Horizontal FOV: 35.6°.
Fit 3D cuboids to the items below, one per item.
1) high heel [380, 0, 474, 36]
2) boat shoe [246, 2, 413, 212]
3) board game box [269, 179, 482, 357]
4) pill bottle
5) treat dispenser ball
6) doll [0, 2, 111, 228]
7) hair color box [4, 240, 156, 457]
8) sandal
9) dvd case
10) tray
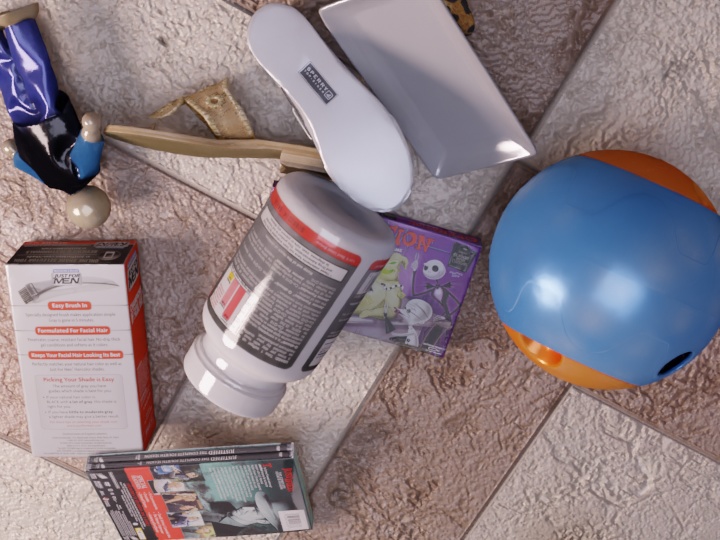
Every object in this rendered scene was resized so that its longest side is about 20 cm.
[{"bbox_3d":[0.040,-0.276,0.873,0.200,0.071,0.143,42,150,-8],"label":"high heel"},{"bbox_3d":[-0.023,-0.137,0.951,0.072,0.068,0.200,-39,91,6],"label":"boat shoe"},{"bbox_3d":[0.000,0.000,1.041,0.200,0.032,0.120,15,107,-4],"label":"board game box"},{"bbox_3d":[-0.067,0.024,0.977,0.116,0.116,0.200,31,109,-10],"label":"pill bottle"},{"bbox_3d":[0.208,0.000,0.940,0.200,0.201,0.201,1,111,2],"label":"treat dispenser ball"},{"bbox_3d":[-0.270,-0.127,0.974,0.136,0.048,0.200,-2,115,38],"label":"doll"},{"bbox_3d":[-0.261,0.075,1.059,0.111,0.064,0.200,0,113,1],"label":"hair color box"},{"bbox_3d":[-0.112,-0.132,0.982,0.211,0.078,0.070,10,87,-9],"label":"sandal"},{"bbox_3d":[-0.153,0.220,1.102,0.200,0.022,0.146,-4,139,5],"label":"dvd case"},{"bbox_3d":[0.061,-0.162,0.939,0.107,0.022,0.200,-10,133,36],"label":"tray"}]
